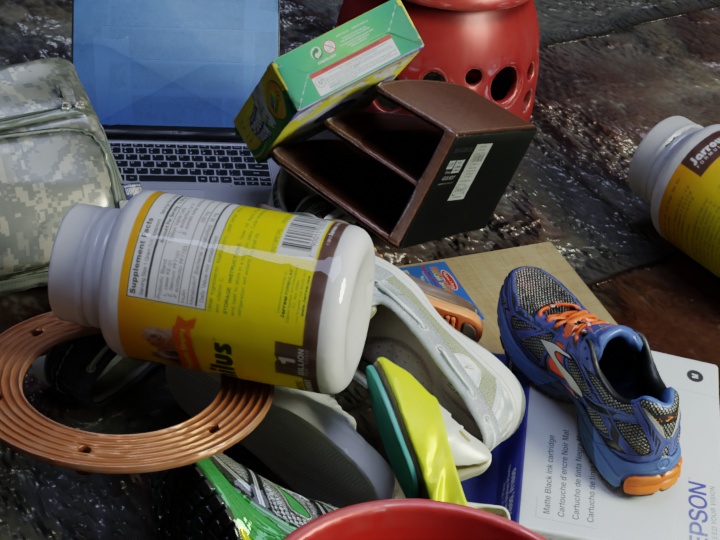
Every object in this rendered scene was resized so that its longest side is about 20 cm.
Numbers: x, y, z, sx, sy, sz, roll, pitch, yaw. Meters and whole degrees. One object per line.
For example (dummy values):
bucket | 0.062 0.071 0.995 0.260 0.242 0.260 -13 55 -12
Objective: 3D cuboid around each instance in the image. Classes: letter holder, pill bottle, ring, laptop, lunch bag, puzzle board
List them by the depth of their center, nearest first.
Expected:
pill bottle | -0.096 0.011 1.056 0.197 0.110 0.110 10 35 10
ring | -0.155 0.076 1.062 0.197 0.019 0.201 3 27 -2
lunch bag | -0.276 -0.052 1.242 0.198 0.140 0.169 -12 58 -24
puzzle board | 0.128 0.049 1.278 0.149 0.018 0.201 -9 38 -21
letter holder | 0.034 -0.105 1.321 0.141 0.101 0.200 34 18 17
pill bottle | 0.318 -0.047 1.355 0.108 0.110 0.200 -19 43 -33
laptop | -0.155 -0.141 1.400 0.185 0.117 0.201 0 36 -10

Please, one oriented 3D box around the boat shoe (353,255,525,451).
boat shoe | 0.020 0.052 1.111 0.201 0.075 0.065 39 25 12

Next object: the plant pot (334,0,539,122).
plant pot | 0.071 -0.224 1.507 0.197 0.184 0.201 5 33 -3

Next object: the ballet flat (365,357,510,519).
ballet flat | 0.058 0.145 1.038 0.066 0.067 0.202 -12 66 -9

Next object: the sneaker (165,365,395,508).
sneaker | -0.029 0.088 1.141 0.199 0.074 0.115 31 44 31

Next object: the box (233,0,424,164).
box | -0.032 -0.142 1.288 0.116 0.200 0.049 -29 90 -16

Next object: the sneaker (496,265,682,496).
sneaker | 0.163 0.058 1.122 0.075 0.079 0.200 -15 46 -27

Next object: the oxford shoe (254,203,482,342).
oxford shoe | 0.000 0.000 1.192 0.198 0.072 0.073 20 53 5

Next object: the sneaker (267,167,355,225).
sneaker | -0.021 -0.004 1.266 0.076 0.081 0.200 -13 42 -30

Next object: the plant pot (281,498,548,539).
plant pot | 0.029 0.250 0.836 0.197 0.179 0.201 6 34 -4

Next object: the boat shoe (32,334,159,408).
boat shoe | -0.146 0.036 1.196 0.060 0.076 0.200 30 53 29

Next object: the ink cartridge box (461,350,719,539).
ink cartridge box | 0.153 0.123 1.138 0.197 0.041 0.201 10 40 0

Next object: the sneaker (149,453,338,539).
sneaker | -0.057 0.171 1.032 0.199 0.079 0.085 38 34 26
